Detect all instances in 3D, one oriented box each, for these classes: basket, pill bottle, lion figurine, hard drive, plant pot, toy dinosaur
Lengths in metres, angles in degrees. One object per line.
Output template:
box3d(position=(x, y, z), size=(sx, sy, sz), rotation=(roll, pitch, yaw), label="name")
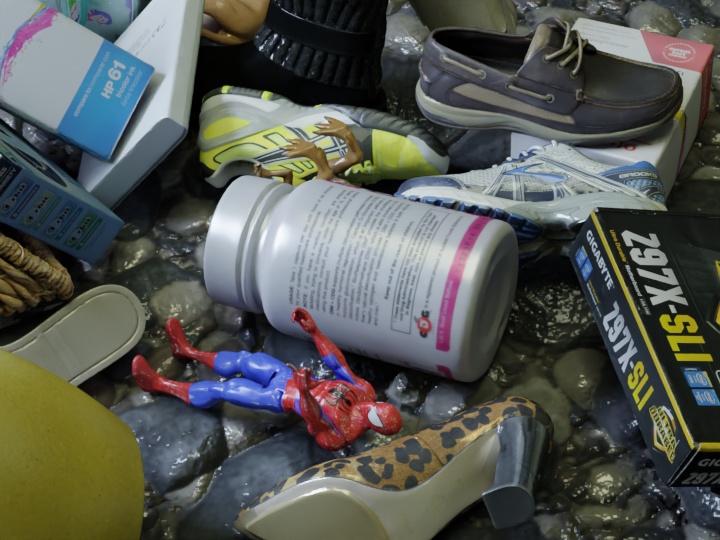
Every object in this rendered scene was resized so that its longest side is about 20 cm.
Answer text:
box3d(position=(-0.309, -0.046, 1.193), size=(0.149, 0.143, 0.200), rotation=(-22, 26, -14), label="basket")
box3d(position=(0.000, 0.000, 1.180), size=(0.200, 0.114, 0.113), rotation=(14, 47, 18), label="pill bottle")
box3d(position=(-0.093, -0.241, 1.472), size=(0.122, 0.072, 0.200), rotation=(37, 64, 2), label="lion figurine")
box3d(position=(-0.173, -0.142, 1.344), size=(0.027, 0.132, 0.200), rotation=(31, 37, -25), label="hard drive")
box3d(position=(-0.214, 0.137, 1.023), size=(0.142, 0.200, 0.200), rotation=(6, 38, -28), label="plant pot")
box3d(position=(-0.016, -0.055, 1.266), size=(0.200, 0.106, 0.060), rotation=(1, 32, 14), label="toy dinosaur")

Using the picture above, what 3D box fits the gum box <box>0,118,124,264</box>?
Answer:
box3d(position=(-0.277, -0.088, 1.206), size=(0.170, 0.200, 0.045), rotation=(39, 92, 20), label="gum box")

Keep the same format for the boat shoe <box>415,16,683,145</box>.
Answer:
box3d(position=(0.137, -0.142, 1.248), size=(0.200, 0.073, 0.075), rotation=(3, 44, 10), label="boat shoe")

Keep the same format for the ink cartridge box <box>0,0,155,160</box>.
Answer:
box3d(position=(-0.275, -0.171, 1.288), size=(0.085, 0.200, 0.145), rotation=(-63, 24, -2), label="ink cartridge box")

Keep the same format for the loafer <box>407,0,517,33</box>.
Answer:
box3d(position=(0.083, -0.213, 1.352), size=(0.076, 0.200, 0.068), rotation=(-21, 62, 19), label="loafer")

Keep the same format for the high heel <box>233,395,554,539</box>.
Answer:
box3d(position=(0.026, 0.131, 1.099), size=(0.200, 0.072, 0.143), rotation=(-8, 19, 15), label="high heel")

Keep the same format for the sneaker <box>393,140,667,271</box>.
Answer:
box3d(position=(0.125, -0.050, 1.223), size=(0.200, 0.077, 0.085), rotation=(5, 52, 8), label="sneaker")

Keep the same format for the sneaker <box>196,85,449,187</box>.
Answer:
box3d(position=(-0.030, -0.087, 1.319), size=(0.200, 0.075, 0.077), rotation=(8, 76, 10), label="sneaker")

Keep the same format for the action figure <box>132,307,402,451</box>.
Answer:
box3d(position=(-0.063, 0.060, 1.119), size=(0.200, 0.099, 0.065), rotation=(15, 49, 28), label="action figure")

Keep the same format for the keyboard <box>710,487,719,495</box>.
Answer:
box3d(position=(0.251, 0.080, 1.145), size=(0.104, 0.040, 0.200), rotation=(20, 43, -8), label="keyboard")

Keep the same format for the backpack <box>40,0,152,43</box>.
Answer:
box3d(position=(-0.267, -0.273, 1.442), size=(0.200, 0.178, 0.151), rotation=(17, 50, 7), label="backpack")

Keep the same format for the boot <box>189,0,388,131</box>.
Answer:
box3d(position=(-0.074, -0.191, 1.352), size=(0.211, 0.158, 0.080), rotation=(4, 44, 9), label="boot")

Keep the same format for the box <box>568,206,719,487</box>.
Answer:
box3d(position=(0.241, 0.048, 1.107), size=(0.159, 0.049, 0.200), rotation=(1, 48, -21), label="box")

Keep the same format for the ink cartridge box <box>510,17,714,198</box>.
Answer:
box3d(position=(0.189, -0.104, 1.305), size=(0.116, 0.068, 0.200), rotation=(14, 48, 19), label="ink cartridge box")

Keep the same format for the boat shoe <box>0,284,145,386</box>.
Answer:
box3d(position=(-0.243, 0.073, 1.180), size=(0.200, 0.073, 0.063), rotation=(-29, 6, -17), label="boat shoe")
